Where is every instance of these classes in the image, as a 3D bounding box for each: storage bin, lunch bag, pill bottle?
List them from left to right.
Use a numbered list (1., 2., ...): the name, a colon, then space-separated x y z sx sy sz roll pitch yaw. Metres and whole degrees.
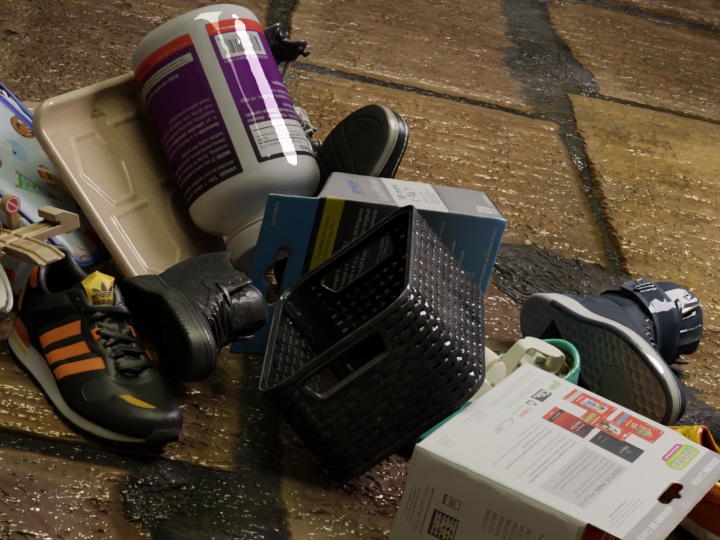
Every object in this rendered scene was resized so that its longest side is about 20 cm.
1. lunch bag: -0.279 -0.070 1.822 0.200 0.076 0.160 44 27 -1
2. pill bottle: -0.104 -0.107 1.860 0.112 0.112 0.201 -9 72 -45
3. storage bin: 0.011 0.051 1.678 0.094 0.135 0.200 51 15 -15

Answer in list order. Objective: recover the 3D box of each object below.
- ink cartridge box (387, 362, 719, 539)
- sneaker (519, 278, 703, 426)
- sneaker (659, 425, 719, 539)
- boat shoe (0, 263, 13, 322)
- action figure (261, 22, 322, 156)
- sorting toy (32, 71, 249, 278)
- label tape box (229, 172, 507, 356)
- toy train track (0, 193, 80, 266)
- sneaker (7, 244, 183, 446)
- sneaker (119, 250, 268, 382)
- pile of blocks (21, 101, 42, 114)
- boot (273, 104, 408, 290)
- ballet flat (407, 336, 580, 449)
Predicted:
1. ink cartridge box: 0.143 0.160 1.595 0.175 0.084 0.200 24 23 20
2. sneaker: 0.245 0.067 1.900 0.146 0.077 0.202 -2 25 -29
3. sneaker: 0.224 0.139 1.708 0.200 0.077 0.073 23 21 23
4. boat shoe: -0.349 -0.017 1.741 0.200 0.068 0.075 42 33 9
5. action figure: -0.078 -0.109 1.987 0.102 0.201 0.119 -11 1 19
6. sorting toy: -0.178 -0.055 1.842 0.200 0.036 0.185 61 25 -1
7. label tape box: 0.000 0.000 1.818 0.199 0.145 0.063 7 24 -19
8. toy train track: -0.293 -0.019 1.663 0.200 0.033 0.115 -23 26 -37
9. sneaker: -0.190 0.051 1.648 0.070 0.090 0.200 -3 27 -37
10. sneaker: -0.112 0.030 1.688 0.104 0.060 0.200 -6 16 -22
11. pile of blocks: -0.305 -0.077 1.949 0.082 0.062 0.200 28 29 0
12. boot: 0.030 -0.051 1.909 0.153 0.204 0.074 7 43 -29
13. ballet flat: 0.102 0.087 1.771 0.067 0.071 0.200 29 26 33
